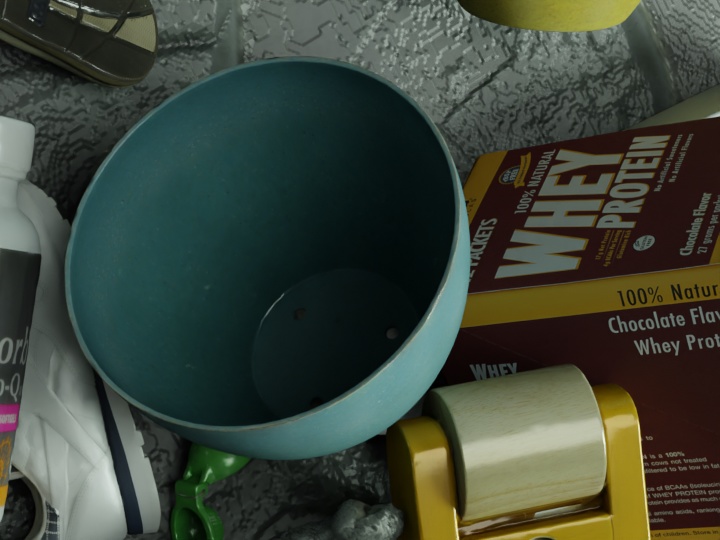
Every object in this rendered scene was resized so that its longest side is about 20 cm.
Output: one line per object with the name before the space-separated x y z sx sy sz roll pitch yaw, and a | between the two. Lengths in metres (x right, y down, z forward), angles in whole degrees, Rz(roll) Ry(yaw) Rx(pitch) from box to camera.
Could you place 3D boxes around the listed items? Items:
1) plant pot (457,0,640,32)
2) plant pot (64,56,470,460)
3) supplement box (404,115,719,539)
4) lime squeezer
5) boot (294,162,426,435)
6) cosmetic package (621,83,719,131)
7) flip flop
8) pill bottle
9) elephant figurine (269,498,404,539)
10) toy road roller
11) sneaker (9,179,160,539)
plant pot | 0.111 -0.221 1.189 0.199 0.200 0.143 -10 116 -31
plant pot | -0.031 0.014 1.029 0.201 0.199 0.135 -63 153 -18
supplement box | 0.165 0.040 1.134 0.201 0.196 0.133 62 37 -30
lime squeezer | -0.077 0.132 1.130 0.071 0.038 0.201 46 60 -55
boot | 0.000 0.000 1.136 0.074 0.095 0.201 -44 109 -41
cosmetic package | 0.214 -0.066 1.273 0.199 0.101 0.074 -24 99 -29
flip flop | -0.189 -0.157 1.069 0.200 0.057 0.082 31 66 -41
pill bottle | -0.217 0.022 0.989 0.116 0.116 0.201 8 90 -30
elephant figurine | -0.077 0.211 1.043 0.199 0.155 0.142 -4 67 -13
toy road roller | 0.073 0.145 1.094 0.122 0.146 0.201 -9 103 -15
sneaker | -0.166 0.052 1.058 0.080 0.076 0.201 -17 90 -10
